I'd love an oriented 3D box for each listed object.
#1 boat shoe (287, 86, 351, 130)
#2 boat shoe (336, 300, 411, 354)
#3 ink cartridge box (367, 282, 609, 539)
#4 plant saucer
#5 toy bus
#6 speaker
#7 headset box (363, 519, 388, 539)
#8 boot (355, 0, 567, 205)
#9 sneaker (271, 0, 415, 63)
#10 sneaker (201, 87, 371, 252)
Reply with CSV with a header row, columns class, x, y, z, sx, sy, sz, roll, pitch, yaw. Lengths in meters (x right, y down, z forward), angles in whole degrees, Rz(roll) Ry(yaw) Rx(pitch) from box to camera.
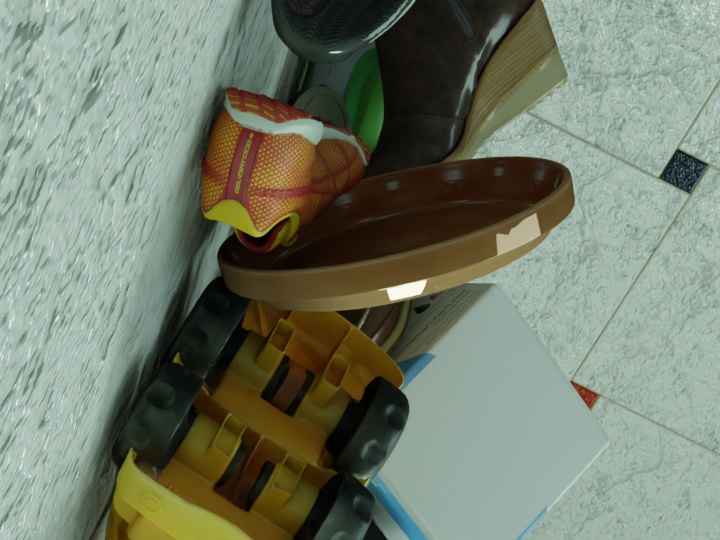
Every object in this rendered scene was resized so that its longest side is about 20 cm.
class,x,y,z,sx,sy,sz,roll,pitch,yaw
boat shoe,-0.061,-0.031,0.916,0.062,0.072,0.203,26,-74,48
boat shoe,0.001,0.000,0.902,0.068,0.071,0.201,60,44,-31
ink cartridge box,0.043,0.109,0.962,0.147,0.147,0.199,-43,-164,-18
plant saucer,0.020,-0.020,0.734,0.201,0.198,0.033,-67,144,-71
toy bus,-0.082,0.126,0.746,0.193,0.135,0.201,-52,-173,30
speaker,-0.009,-0.107,0.963,0.089,0.087,0.202,-68,177,-65
headset box,-0.057,0.193,0.953,0.092,0.175,0.200,-34,166,-19
boot,0.026,-0.144,0.869,0.199,0.167,0.072,-38,-171,-16
sneaker,-0.001,-0.165,0.704,0.116,0.075,0.202,113,-4,-60
sneaker,-0.045,-0.051,0.713,0.200,0.072,0.078,-9,120,-76
